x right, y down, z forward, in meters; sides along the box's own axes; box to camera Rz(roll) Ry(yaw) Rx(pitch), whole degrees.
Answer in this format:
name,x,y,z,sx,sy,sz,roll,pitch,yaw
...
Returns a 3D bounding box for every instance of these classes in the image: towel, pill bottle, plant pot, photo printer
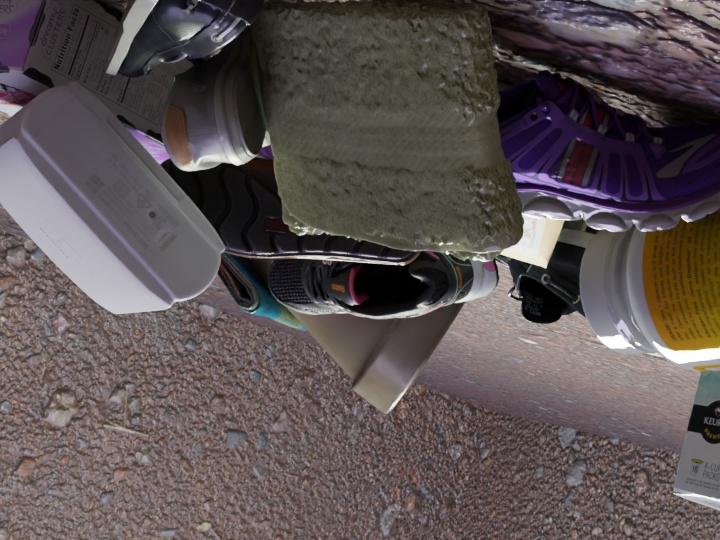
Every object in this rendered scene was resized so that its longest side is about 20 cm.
name,x,y,z,sx,sy,sz,roll,pitch,yaw
towel,-0.112,-0.010,1.370,0.147,0.022,0.200,50,-178,13
pill bottle,0.230,0.001,0.932,0.112,0.114,0.199,22,160,-35
plant pot,0.005,-0.008,1.328,0.172,0.201,0.200,33,173,0
photo printer,-0.190,-0.045,1.099,0.167,0.069,0.200,49,162,-14
towel,0.010,-0.085,0.893,0.036,0.150,0.199,-23,-160,-37

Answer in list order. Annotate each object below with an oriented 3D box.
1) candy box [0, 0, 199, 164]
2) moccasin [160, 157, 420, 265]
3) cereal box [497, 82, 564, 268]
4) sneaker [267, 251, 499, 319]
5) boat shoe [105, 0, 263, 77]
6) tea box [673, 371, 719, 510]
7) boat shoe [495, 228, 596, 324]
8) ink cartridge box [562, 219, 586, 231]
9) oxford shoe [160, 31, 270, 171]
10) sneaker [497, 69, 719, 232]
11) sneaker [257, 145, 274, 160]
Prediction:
name,x,y,z,sx,sy,sz,roll,pitch,yaw
candy box,-0.215,-0.146,1.163,0.166,0.072,0.199,11,170,42
moccasin,-0.049,-0.051,1.125,0.198,0.075,0.078,2,-161,3
cereal box,0.044,-0.078,1.021,0.198,0.040,0.144,18,151,4
sneaker,0.000,0.000,1.182,0.198,0.081,0.086,-9,-171,39
boat shoe,-0.108,-0.144,0.922,0.067,0.073,0.200,23,170,-15
tea box,0.363,0.100,1.153,0.133,0.199,0.199,21,171,-35
boat shoe,0.139,0.007,1.129,0.074,0.067,0.199,22,177,-26
ink cartridge box,0.076,-0.072,1.162,0.197,0.041,0.200,16,171,7
oxford shoe,-0.087,-0.106,0.989,0.057,0.076,0.200,-12,-166,8
sneaker,0.128,-0.074,0.899,0.197,0.084,0.081,2,-151,4
sneaker,-0.089,-0.073,1.247,0.072,0.116,0.200,19,177,-22
